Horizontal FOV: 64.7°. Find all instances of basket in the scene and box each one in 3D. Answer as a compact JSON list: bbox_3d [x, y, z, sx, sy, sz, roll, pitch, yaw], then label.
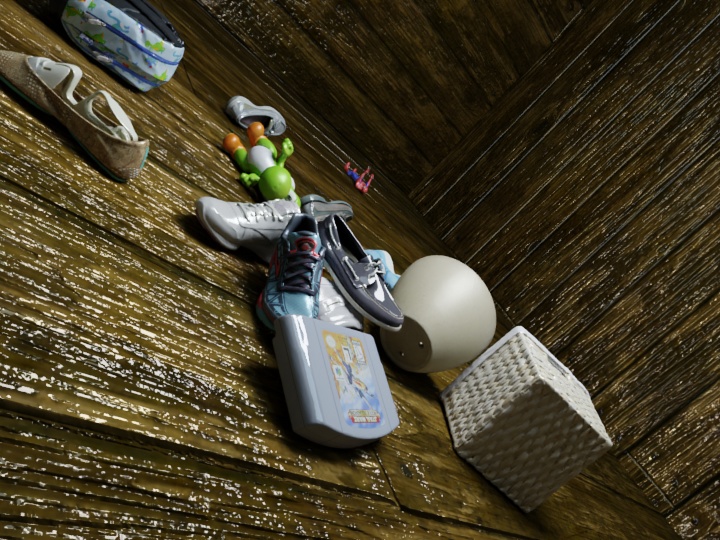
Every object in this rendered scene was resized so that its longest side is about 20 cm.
[{"bbox_3d":[0.270,0.243,0.940,0.198,0.200,0.161,42,15,-14],"label":"basket"}]

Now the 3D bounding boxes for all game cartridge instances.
[{"bbox_3d":[-0.019,0.128,0.639,0.199,0.041,0.135,25,39,-59],"label":"game cartridge"}]

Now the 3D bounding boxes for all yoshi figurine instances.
[{"bbox_3d":[-0.178,-0.195,1.065,0.111,0.113,0.201,-5,53,-53],"label":"yoshi figurine"}]

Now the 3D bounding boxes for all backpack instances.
[{"bbox_3d":[-0.388,-0.393,0.928,0.197,0.156,0.164,16,22,-22],"label":"backpack"}]

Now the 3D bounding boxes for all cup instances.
[{"bbox_3d":[0.113,0.093,0.972,0.201,0.201,0.143,48,40,11],"label":"cup"}]

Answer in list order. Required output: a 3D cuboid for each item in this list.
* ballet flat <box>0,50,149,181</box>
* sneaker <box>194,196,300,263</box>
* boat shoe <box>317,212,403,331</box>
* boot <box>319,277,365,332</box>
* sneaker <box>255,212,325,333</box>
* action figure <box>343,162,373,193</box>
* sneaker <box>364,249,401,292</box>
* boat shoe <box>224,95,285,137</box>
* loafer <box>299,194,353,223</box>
[{"bbox_3d":[-0.323,-0.192,0.649,0.200,0.065,0.071,42,13,-17],"label":"ballet flat"},{"bbox_3d":[-0.144,-0.073,0.789,0.075,0.100,0.199,54,17,28],"label":"sneaker"},{"bbox_3d":[0.000,0.000,0.826,0.200,0.063,0.072,49,22,18],"label":"boat shoe"},{"bbox_3d":[-0.021,0.068,0.851,0.199,0.073,0.096,6,47,-58],"label":"boot"},{"bbox_3d":[-0.084,-0.002,0.711,0.078,0.097,0.202,10,35,-15],"label":"sneaker"},{"bbox_3d":[0.006,-0.368,2.185,0.065,0.099,0.201,34,20,-36],"label":"action figure"},{"bbox_3d":[0.035,0.023,1.184,0.089,0.079,0.201,14,26,-31],"label":"sneaker"},{"bbox_3d":[-0.253,-0.372,1.419,0.065,0.074,0.201,56,19,20],"label":"boat shoe"},{"bbox_3d":[-0.074,-0.117,1.257,0.199,0.071,0.064,5,62,-61],"label":"loafer"}]
